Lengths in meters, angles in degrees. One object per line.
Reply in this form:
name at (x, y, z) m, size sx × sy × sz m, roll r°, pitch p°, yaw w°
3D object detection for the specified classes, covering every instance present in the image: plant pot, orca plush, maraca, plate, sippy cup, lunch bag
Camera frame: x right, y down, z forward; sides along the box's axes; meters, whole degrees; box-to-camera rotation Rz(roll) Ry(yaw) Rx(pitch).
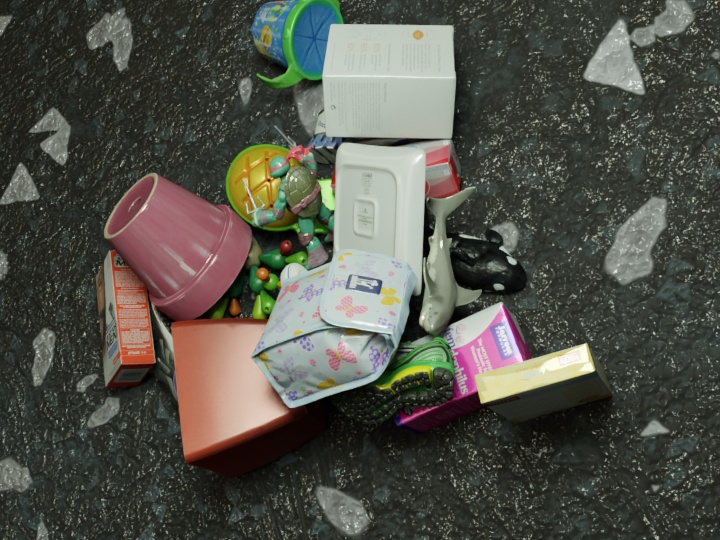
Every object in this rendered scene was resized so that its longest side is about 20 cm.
plant pot at (-0.154, 0.177, 1.218) m, size 0.172 × 0.200 × 0.204 m, roll -15°, pitch 68°, yaw 7°
plant pot at (-0.303, -0.049, 1.315) m, size 0.198 × 0.179 × 0.203 m, roll -32°, pitch 35°, yaw 26°
orca plush at (0.152, -0.035, 1.207) m, size 0.105 × 0.071 × 0.200 m, roll -46°, pitch 62°, yaw 4°
maraca at (-0.127, -0.127, 1.348) m, size 0.196 × 0.107 × 0.140 m, roll 25°, pitch 86°, yaw 2°
plate at (0.016, -0.078, 1.187) m, size 0.198 × 0.032 × 0.206 m, roll 15°, pitch 106°, yaw 51°
sippy cup at (-0.117, -0.409, 1.421) m, size 0.129 × 0.142 × 0.177 m, roll 21°, pitch 44°, yaw 38°
lunch bag at (-0.025, 0.064, 1.087) m, size 0.196 × 0.129 × 0.171 m, roll -18°, pitch 29°, yaw 25°

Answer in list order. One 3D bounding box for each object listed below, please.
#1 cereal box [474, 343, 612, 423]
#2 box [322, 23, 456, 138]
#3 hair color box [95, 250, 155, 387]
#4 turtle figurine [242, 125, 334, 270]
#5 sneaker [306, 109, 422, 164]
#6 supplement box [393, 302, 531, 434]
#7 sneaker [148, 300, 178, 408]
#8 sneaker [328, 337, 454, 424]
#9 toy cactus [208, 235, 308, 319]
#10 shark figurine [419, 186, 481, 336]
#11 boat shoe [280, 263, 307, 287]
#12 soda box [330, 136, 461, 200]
cereal box at (0.237, 0.147, 1.039) m, size 0.141 × 0.200 × 0.040 m, roll -19°, pitch 67°, yaw 16°
box at (0.045, -0.290, 1.253) m, size 0.194 × 0.108 × 0.154 m, roll 2°, pitch 44°, yaw 3°
hair color box at (-0.403, 0.082, 1.395) m, size 0.111 × 0.063 × 0.204 m, roll -43°, pitch 52°, yaw 50°
turtle figurine at (-0.101, -0.111, 1.260) m, size 0.149 × 0.202 × 0.100 m, roll -41°, pitch 25°, yaw -17°
sneaker at (0.002, -0.246, 1.337) m, size 0.195 × 0.080 × 0.118 m, roll 0°, pitch 75°, yaw 25°
supplement box at (0.137, 0.139, 1.143) m, size 0.197 × 0.103 × 0.103 m, roll -26°, pitch 65°, yaw 13°
sneaker at (-0.322, 0.138, 1.366) m, size 0.087 × 0.075 × 0.202 m, roll -41°, pitch 62°, yaw 13°
sneaker at (0.041, 0.146, 1.097) m, size 0.196 × 0.079 × 0.086 m, roll -15°, pitch 34°, yaw 27°
toy cactus at (-0.180, 0.004, 1.342) m, size 0.199 × 0.102 × 0.167 m, roll -38°, pitch 52°, yaw 18°
shark figurine at (0.128, 0.003, 1.148) m, size 0.087 × 0.129 × 0.220 m, roll 5°, pitch 68°, yaw 6°
boat shoe at (-0.045, 0.065, 1.232) m, size 0.086 × 0.074 × 0.205 m, roll -39°, pitch 74°, yaw 37°
soda box at (0.055, -0.147, 1.278) m, size 0.195 × 0.071 × 0.064 m, roll -9°, pitch 46°, yaw 21°
